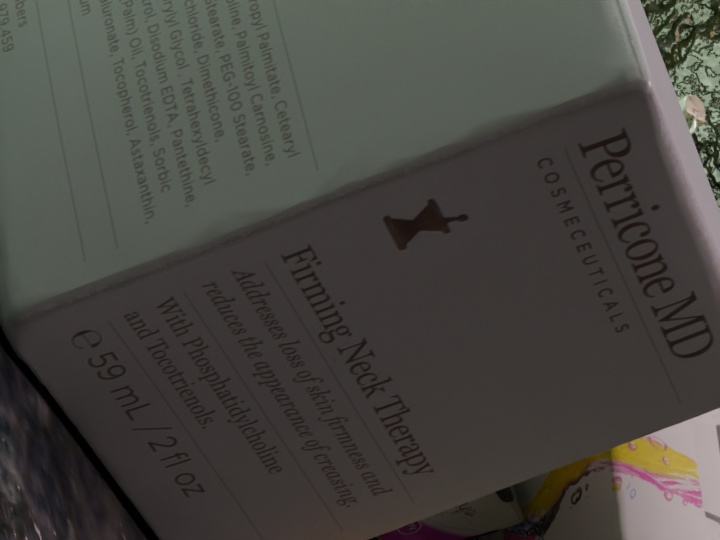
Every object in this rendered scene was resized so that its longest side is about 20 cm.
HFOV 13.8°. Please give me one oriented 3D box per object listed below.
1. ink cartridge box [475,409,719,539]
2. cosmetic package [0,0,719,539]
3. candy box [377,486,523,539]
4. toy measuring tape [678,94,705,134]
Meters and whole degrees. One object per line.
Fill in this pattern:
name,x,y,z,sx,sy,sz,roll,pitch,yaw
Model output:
ink cartridge box,0.129,0.109,1.247,0.147,0.144,0.201,-35,-124,57
cosmetic package,-0.001,-0.034,0.932,0.168,0.199,0.167,59,13,-50
candy box,0.000,0.000,1.213,0.137,0.061,0.201,61,11,-51
toy measuring tape,0.078,-0.049,1.238,0.200,0.073,0.074,-39,112,-49
